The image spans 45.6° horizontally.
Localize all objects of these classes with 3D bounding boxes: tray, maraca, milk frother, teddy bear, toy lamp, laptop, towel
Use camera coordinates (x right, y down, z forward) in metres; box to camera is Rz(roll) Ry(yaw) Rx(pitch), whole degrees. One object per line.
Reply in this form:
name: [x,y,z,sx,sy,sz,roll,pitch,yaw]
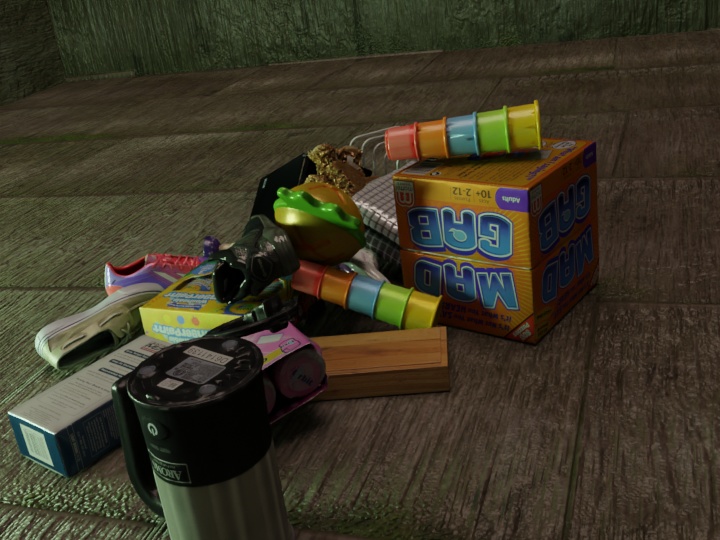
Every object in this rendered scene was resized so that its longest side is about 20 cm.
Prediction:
tray: [0.008,0.111,1.033,0.195,0.038,0.099,-6,23,7]
maraca: [-0.054,-0.065,1.136,0.135,0.109,0.200,19,-11,1]
milk frother: [-0.112,0.145,0.793,0.198,0.192,0.179,-22,27,-31]
teddy bear: [-0.025,-0.148,1.475,0.143,0.067,0.201,-13,51,-36]
toy lamp: [-0.159,-0.042,1.422,0.195,0.059,0.058,-4,23,9]
laptop: [-0.093,-0.110,1.525,0.196,0.104,0.180,14,51,-6]
towel: [0.083,-0.079,1.329,0.164,0.087,0.199,30,38,19]

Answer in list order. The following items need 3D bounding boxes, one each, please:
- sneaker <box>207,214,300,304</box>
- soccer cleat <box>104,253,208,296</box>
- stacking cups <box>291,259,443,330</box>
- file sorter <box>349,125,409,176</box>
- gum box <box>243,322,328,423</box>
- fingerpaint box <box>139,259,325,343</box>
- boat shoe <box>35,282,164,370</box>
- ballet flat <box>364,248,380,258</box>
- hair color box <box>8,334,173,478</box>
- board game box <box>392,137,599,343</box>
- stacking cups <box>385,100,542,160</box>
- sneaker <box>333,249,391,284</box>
sneaker: [-0.155,-0.017,1.139,0.113,0.077,0.199,-25,18,-11]
soccer cleat: [-0.299,0.003,1.340,0.196,0.075,0.068,-15,23,-15]
stacking cups: [0.005,0.037,1.111,0.196,0.062,0.061,14,27,12]
file sorter: [0.080,-0.184,1.586,0.136,0.127,0.199,-17,24,-23]
gum box: [-0.139,0.128,0.948,0.198,0.067,0.113,-30,27,-15]
fingerpaint box: [-0.173,0.051,1.184,0.196,0.075,0.167,3,26,26]
boat shoe: [-0.352,0.083,1.202,0.198,0.073,0.062,-28,54,-32]
ballet flat: [0.031,-0.054,1.388,0.197,0.070,0.071,-22,45,-30]
hair color box: [-0.294,0.153,1.004,0.099,0.062,0.199,11,30,37]
board game box: [0.185,-0.053,1.141,0.197,0.204,0.199,10,28,37]
stacking cups: [0.129,-0.173,1.089,0.196,0.062,0.061,-6,22,10]
sneaker: [0.000,0.000,1.242,0.098,0.076,0.199,-22,26,-27]
